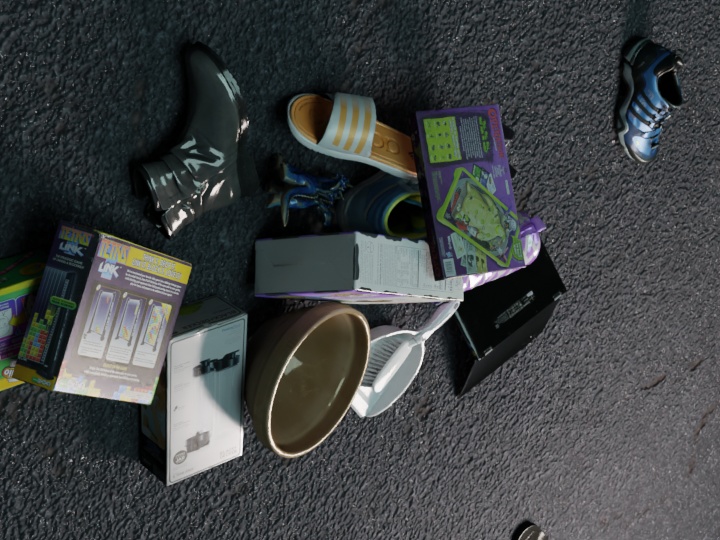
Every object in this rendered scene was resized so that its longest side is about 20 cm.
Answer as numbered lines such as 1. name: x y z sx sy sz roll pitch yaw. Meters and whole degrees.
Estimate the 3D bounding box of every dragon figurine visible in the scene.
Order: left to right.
1. dragon figurine: -0.053 -0.087 1.632 0.099 0.200 0.059 17 100 -10

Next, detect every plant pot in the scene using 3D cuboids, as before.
1. plant pot: -0.082 0.121 1.745 0.201 0.092 0.202 -38 141 -39

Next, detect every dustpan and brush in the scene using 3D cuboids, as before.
1. dustpan and brush: 0.055 0.104 1.913 0.200 0.057 0.140 -50 138 -12

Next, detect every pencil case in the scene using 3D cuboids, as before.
1. pencil case: 0.155 -0.022 1.922 0.199 0.084 0.086 -22 157 -38

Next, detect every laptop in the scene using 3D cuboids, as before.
1. laptop: 0.193 0.056 2.066 0.187 0.116 0.201 -35 105 -27

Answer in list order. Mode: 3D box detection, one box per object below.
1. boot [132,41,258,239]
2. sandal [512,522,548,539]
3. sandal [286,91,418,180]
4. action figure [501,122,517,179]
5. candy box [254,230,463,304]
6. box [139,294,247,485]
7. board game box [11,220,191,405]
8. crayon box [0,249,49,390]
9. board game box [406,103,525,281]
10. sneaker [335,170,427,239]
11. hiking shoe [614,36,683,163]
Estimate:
1. boot: -0.187 -0.133 1.527 0.131 0.070 0.201 -30 127 -24
2. sandal: 0.314 0.493 2.418 0.075 0.045 0.200 -51 139 -10
3. sandal: 0.010 -0.167 1.659 0.206 0.080 0.059 16 144 -30
4. action figure: 0.152 -0.111 1.834 0.200 0.069 0.131 108 -1 -66
5. candy box: 0.000 0.000 1.708 0.200 0.167 0.072 6 83 -47
6. box: -0.198 0.140 1.677 0.116 0.060 0.201 -20 126 -37
7. board game box: -0.267 0.049 1.492 0.200 0.056 0.166 26 79 -67
8. crayon box: -0.395 0.066 1.434 0.199 0.058 0.119 -20 126 -38
9. board game box: 0.126 -0.094 1.691 0.120 0.032 0.201 -8 87 -24
10. sneaker: 0.078 -0.099 1.758 0.200 0.130 0.080 -41 120 -22
11. hiking shoe: 0.424 -0.236 2.070 0.074 0.087 0.201 -32 132 -29
